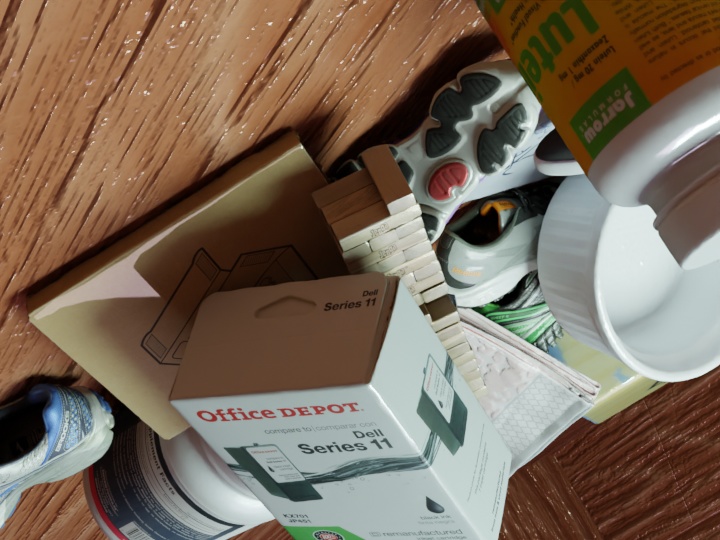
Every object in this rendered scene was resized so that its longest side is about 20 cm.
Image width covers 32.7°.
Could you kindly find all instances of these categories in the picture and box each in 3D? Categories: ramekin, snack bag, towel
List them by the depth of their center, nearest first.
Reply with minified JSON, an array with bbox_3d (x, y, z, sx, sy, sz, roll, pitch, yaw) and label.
[{"bbox_3d":[0.181,-0.120,0.980,0.188,0.021,0.200,-18,160,-37],"label":"snack bag"},{"bbox_3d":[0.246,-0.013,1.043,0.200,0.202,0.098,-22,-162,-26],"label":"ramekin"},{"bbox_3d":[0.099,0.120,1.171,0.200,0.190,0.032,-54,-172,48],"label":"towel"}]

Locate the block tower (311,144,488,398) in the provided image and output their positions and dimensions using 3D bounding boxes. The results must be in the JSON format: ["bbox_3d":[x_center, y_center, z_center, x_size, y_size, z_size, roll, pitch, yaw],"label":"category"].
[{"bbox_3d":[0.028,0.015,0.792,0.058,0.054,0.200,-25,134,-2],"label":"block tower"}]

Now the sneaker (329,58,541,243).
[{"bbox_3d":[0.056,-0.072,0.823,0.200,0.081,0.083,-35,-179,37],"label":"sneaker"}]

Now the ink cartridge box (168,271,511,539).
[{"bbox_3d":[-0.007,0.100,0.783,0.146,0.083,0.200,-8,136,28],"label":"ink cartridge box"}]

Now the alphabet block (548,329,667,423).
[{"bbox_3d":[0.270,0.024,1.261,0.199,0.196,0.196,-33,165,9],"label":"alphabet block"}]

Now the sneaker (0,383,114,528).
[{"bbox_3d":[-0.284,0.144,0.904,0.200,0.077,0.085,-38,153,2],"label":"sneaker"}]

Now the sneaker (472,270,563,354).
[{"bbox_3d":[0.185,-0.006,1.131,0.200,0.085,0.078,-48,-161,3],"label":"sneaker"}]

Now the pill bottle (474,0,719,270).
[{"bbox_3d":[0.152,-0.105,0.655,0.111,0.201,0.111,-27,163,-9],"label":"pill bottle"}]

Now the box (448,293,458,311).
[{"bbox_3d":[-0.039,0.040,0.899,0.199,0.035,0.110,13,142,-26],"label":"box"}]

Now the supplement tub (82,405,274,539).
[{"bbox_3d":[-0.124,0.148,0.994,0.140,0.141,0.200,-13,166,-45],"label":"supplement tub"}]

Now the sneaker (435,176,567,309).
[{"bbox_3d":[0.147,-0.042,1.069,0.200,0.074,0.080,-31,137,-24],"label":"sneaker"}]

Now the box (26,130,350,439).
[{"bbox_3d":[-0.088,0.018,0.797,0.199,0.021,0.164,-32,134,5],"label":"box"}]

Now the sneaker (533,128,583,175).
[{"bbox_3d":[0.193,-0.142,0.839,0.199,0.099,0.071,-25,-150,22],"label":"sneaker"}]
